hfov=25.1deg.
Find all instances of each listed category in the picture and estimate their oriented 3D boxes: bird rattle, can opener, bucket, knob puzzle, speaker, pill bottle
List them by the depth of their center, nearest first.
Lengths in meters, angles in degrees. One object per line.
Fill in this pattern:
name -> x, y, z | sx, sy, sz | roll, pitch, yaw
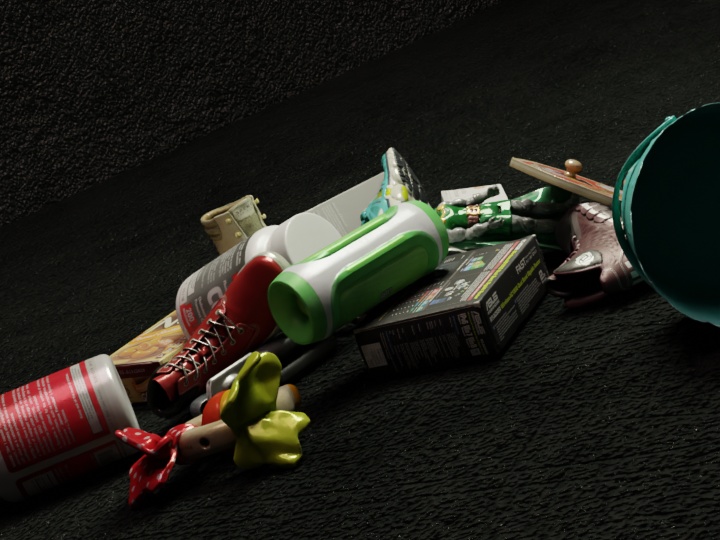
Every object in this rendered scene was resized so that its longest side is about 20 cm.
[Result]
bucket -> 0.329, -0.053, 1.463 | 0.206, 0.208, 0.135 | -19, 4, 4
bird rattle -> -0.136, 0.162, 1.586 | 0.199, 0.113, 0.163 | -29, -2, 22
speaker -> 0.000, 0.000, 1.692 | 0.199, 0.089, 0.088 | -31, 18, -33
pill bottle -> -0.339, 0.175, 1.708 | 0.199, 0.113, 0.112 | -22, 14, -8
can opener -> -0.108, 0.106, 1.769 | 0.067, 0.054, 0.200 | -7, 18, 41
knob puzzle -> 0.265, -0.100, 1.823 | 0.218, 0.031, 0.220 | 19, 9, -3
pill bottle -> -0.112, 0.018, 1.860 | 0.200, 0.114, 0.114 | -31, 4, 40

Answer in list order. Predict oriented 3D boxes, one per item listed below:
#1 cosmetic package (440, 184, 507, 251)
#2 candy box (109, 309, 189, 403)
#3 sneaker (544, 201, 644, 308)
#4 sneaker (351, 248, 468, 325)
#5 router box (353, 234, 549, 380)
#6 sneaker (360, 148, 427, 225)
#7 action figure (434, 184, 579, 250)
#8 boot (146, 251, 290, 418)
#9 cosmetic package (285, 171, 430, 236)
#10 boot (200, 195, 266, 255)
cosmetic package -> 0.148, -0.059, 1.994 | 0.082, 0.051, 0.200 | -5, 16, -1
candy box -> -0.215, 0.093, 1.961 | 0.115, 0.056, 0.200 | -8, 19, 36
sneaker -> 0.229, -0.013, 1.705 | 0.115, 0.076, 0.200 | -28, 16, -16
sneaker -> 0.048, 0.016, 1.876 | 0.199, 0.078, 0.080 | -8, 7, 12
router box -> 0.101, 0.038, 1.709 | 0.149, 0.062, 0.200 | -15, 15, 28
sneaker -> 0.034, -0.082, 2.039 | 0.079, 0.078, 0.201 | -26, 33, 22
action figure -> 0.154, -0.059, 1.863 | 0.198, 0.055, 0.119 | -4, 41, 4
boot -> -0.154, 0.074, 1.741 | 0.144, 0.072, 0.200 | -28, -25, -57
cosmetic package -> -0.015, -0.057, 2.140 | 0.199, 0.090, 0.107 | -31, -3, -30
boot -> -0.113, -0.019, 2.026 | 0.072, 0.155, 0.199 | -34, 17, -38
